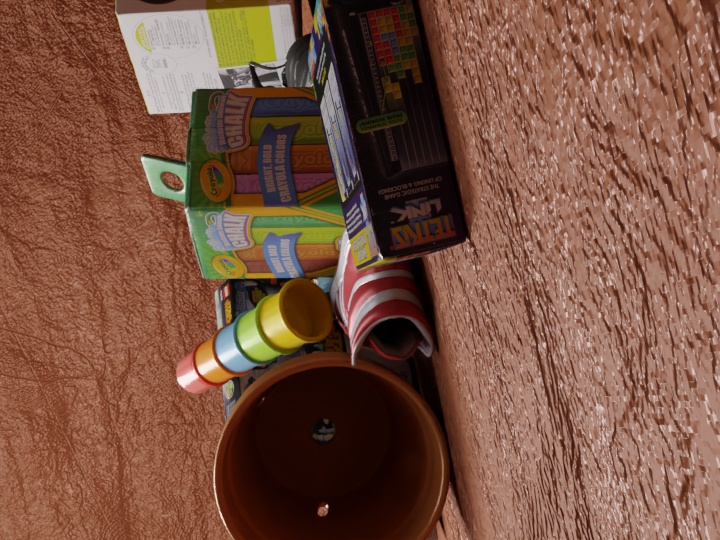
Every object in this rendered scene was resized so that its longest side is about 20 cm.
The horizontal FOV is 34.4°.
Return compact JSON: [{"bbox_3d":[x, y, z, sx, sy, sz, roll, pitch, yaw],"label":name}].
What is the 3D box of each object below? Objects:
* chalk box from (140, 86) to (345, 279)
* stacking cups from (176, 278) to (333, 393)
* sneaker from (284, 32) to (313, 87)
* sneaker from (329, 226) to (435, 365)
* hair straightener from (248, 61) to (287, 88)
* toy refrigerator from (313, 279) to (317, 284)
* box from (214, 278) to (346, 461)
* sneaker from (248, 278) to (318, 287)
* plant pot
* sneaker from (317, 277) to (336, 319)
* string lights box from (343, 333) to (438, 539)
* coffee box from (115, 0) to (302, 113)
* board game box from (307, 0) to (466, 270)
[{"bbox_3d":[-0.087,-0.073,1.002,0.125,0.198,0.125,85,-177,-62],"label":"chalk box"},{"bbox_3d":[-0.104,0.068,1.096,0.200,0.060,0.061,-31,67,47],"label":"stacking cups"},{"bbox_3d":[-0.030,-0.123,1.127,0.091,0.075,0.201,-121,17,-60],"label":"sneaker"},{"bbox_3d":[0.016,0.046,0.975,0.200,0.071,0.113,90,170,-62],"label":"sneaker"},{"bbox_3d":[-0.074,-0.206,1.350,0.041,0.077,0.200,47,-175,26],"label":"hair straightener"},{"bbox_3d":[-0.033,0.004,1.514,0.076,0.069,0.201,-107,7,-51],"label":"toy refrigerator"},{"bbox_3d":[-0.074,0.111,1.193,0.040,0.136,0.201,-40,49,44],"label":"box"},{"bbox_3d":[-0.116,-0.071,1.243,0.078,0.111,0.201,139,113,-77],"label":"sneaker"},{"bbox_3d":[-0.028,0.161,1.040,0.140,0.199,0.202,-119,17,-80],"label":"plant pot"},{"bbox_3d":[0.000,0.000,1.150,0.200,0.079,0.096,93,-178,-81],"label":"sneaker"},{"bbox_3d":[0.032,0.169,1.189,0.103,0.059,0.201,-106,6,-69],"label":"string lights box"},{"bbox_3d":[-0.171,-0.325,1.366,0.200,0.196,0.201,86,-179,-65],"label":"coffee box"},{"bbox_3d":[0.012,-0.088,0.764,0.200,0.056,0.166,167,89,-85],"label":"board game box"}]
